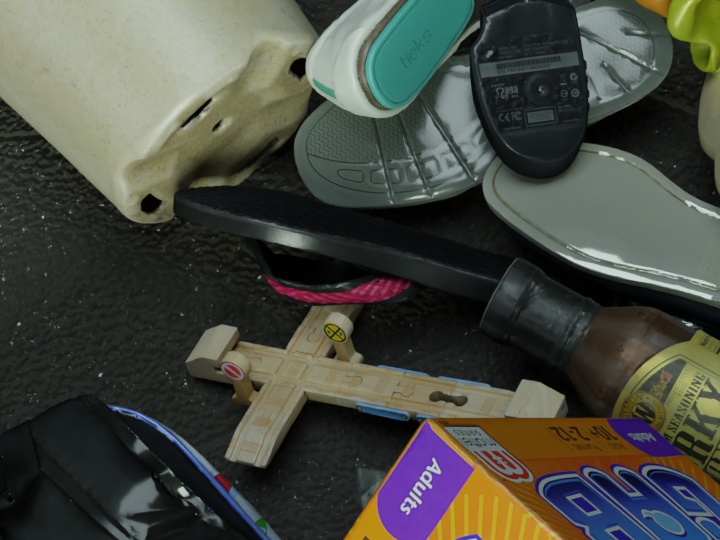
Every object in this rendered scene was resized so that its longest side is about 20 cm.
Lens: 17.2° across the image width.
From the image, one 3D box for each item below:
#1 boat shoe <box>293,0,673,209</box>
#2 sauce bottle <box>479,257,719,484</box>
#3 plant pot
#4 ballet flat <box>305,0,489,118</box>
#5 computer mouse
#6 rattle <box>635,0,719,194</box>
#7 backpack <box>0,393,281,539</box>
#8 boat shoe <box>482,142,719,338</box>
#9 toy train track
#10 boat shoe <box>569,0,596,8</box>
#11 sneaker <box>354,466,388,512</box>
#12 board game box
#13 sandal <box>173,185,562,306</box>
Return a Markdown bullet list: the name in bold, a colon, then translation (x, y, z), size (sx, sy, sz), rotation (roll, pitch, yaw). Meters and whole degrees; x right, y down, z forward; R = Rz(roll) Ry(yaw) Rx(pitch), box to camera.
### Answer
- **boat shoe**: translation (0.064, -0.082, 1.229), size (0.201, 0.065, 0.075), rotation (-24, 83, 0)
- **sauce bottle**: translation (0.150, 0.060, 1.113), size (0.199, 0.065, 0.065), rotation (28, 67, 12)
- **plant pot**: translation (-0.120, -0.134, 1.217), size (0.200, 0.201, 0.184), rotation (-36, 73, -13)
- **ballet flat**: translation (0.043, -0.148, 1.200), size (0.069, 0.070, 0.200), rotation (32, 58, 23)
- **computer mouse**: translation (0.076, -0.144, 1.168), size (0.058, 0.034, 0.202), rotation (-5, 87, -9)
- **rattle**: translation (0.163, -0.097, 1.114), size (0.130, 0.142, 0.201), rotation (-29, 35, 44)
- **backpack**: translation (-0.111, 0.162, 1.057), size (0.199, 0.154, 0.191), rotation (-31, 69, -17)
- **boat shoe**: translation (0.154, -0.007, 1.168), size (0.198, 0.062, 0.075), rotation (15, 62, 15)
- **toy train track**: translation (0.003, 0.049, 1.147), size (0.199, 0.033, 0.115), rotation (10, 49, 27)
- **boat shoe**: translation (0.063, -0.204, 1.291), size (0.069, 0.071, 0.201), rotation (-25, 67, -10)
- **sneaker**: translation (0.102, 0.120, 1.103), size (0.198, 0.060, 0.105), rotation (-15, 63, 5)
- **board game box**: translation (0.087, 0.196, 0.938), size (0.200, 0.199, 0.201), rotation (41, 107, 25)
- **sandal**: translation (0.000, 0.000, 1.178), size (0.198, 0.075, 0.045), rotation (16, 106, 0)
